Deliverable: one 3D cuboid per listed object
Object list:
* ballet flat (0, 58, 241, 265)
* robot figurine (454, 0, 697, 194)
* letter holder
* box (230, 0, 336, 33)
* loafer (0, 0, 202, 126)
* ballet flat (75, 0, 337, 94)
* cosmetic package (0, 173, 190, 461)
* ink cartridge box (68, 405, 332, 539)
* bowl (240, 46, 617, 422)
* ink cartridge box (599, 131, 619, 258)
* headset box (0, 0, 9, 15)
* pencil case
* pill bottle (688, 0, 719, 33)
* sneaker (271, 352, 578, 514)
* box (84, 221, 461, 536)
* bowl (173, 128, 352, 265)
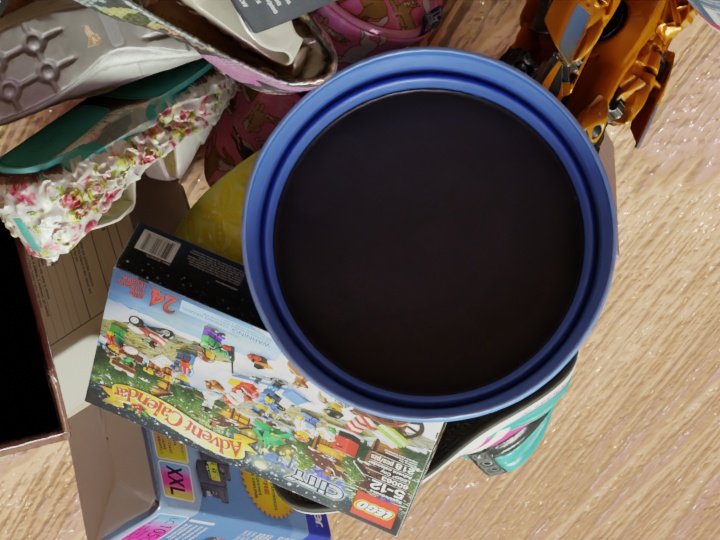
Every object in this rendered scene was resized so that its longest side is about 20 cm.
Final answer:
[{"bbox_3d":[-0.129,-0.068,1.566,0.076,0.064,0.200,8,-147,40],"label":"ballet flat"},{"bbox_3d":[0.120,-0.097,1.620,0.058,0.200,0.145,13,160,37],"label":"robot figurine"},{"bbox_3d":[-0.232,-0.013,1.545,0.100,0.200,0.142,-14,151,-9],"label":"letter holder"},{"bbox_3d":[0.005,-0.222,1.397,0.200,0.122,0.106,-22,151,7],"label":"box"},{"bbox_3d":[-0.132,-0.134,1.546,0.200,0.070,0.070,-20,-169,-10],"label":"loafer"},{"bbox_3d":[-0.092,-0.150,1.474,0.200,0.069,0.071,29,168,-26],"label":"ballet flat"},{"bbox_3d":[-0.190,0.028,1.746,0.200,0.104,0.073,-31,150,24],"label":"cosmetic package"},{"bbox_3d":[-0.101,0.128,1.938,0.076,0.137,0.200,-30,150,31],"label":"ink cartridge box"},{"bbox_3d":[0.036,-0.017,1.530,0.200,0.201,0.039,-18,172,-1],"label":"bowl"},{"bbox_3d":[0.068,0.000,1.767,0.198,0.200,0.043,-29,113,20],"label":"ink cartridge box"},{"bbox_3d":[-0.257,-0.179,1.370,0.200,0.077,0.149,-1,147,-32],"label":"headset box"},{"bbox_3d":[-0.023,-0.109,1.627,0.086,0.083,0.200,22,139,-11],"label":"pencil case"},{"bbox_3d":[0.198,-0.211,1.534,0.120,0.120,0.200,-27,151,15],"label":"pill bottle"},{"bbox_3d":[0.041,0.094,1.737,0.200,0.084,0.121,-27,163,-3],"label":"sneaker"},{"bbox_3d":[-0.050,0.063,1.608,0.200,0.038,0.137,23,142,4],"label":"box"},{"bbox_3d":[0.000,0.000,1.644,0.200,0.108,0.200,-22,157,-10],"label":"bowl"}]
